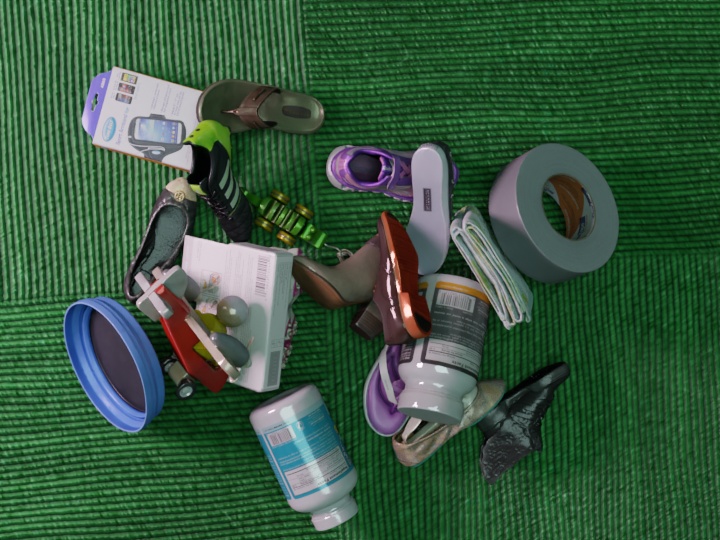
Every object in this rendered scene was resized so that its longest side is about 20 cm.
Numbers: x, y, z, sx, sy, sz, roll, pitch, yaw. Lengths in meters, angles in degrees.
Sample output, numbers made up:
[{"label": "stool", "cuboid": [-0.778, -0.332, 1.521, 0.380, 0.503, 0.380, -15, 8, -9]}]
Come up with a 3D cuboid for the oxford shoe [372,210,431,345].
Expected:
[{"label": "oxford shoe", "cuboid": [0.042, 0.010, 1.604, 0.072, 0.071, 0.200, -24, 62, 28]}]

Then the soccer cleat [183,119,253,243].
[{"label": "soccer cleat", "cuboid": [-0.208, -0.118, 1.613, 0.081, 0.067, 0.200, -44, 133, -41]}]

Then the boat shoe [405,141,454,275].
[{"label": "boat shoe", "cuboid": [0.107, -0.094, 1.647, 0.070, 0.066, 0.200, 8, 113, 28]}]

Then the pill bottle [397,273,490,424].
[{"label": "pill bottle", "cuboid": [0.119, 0.114, 1.629, 0.116, 0.116, 0.200, 15, 74, -7]}]

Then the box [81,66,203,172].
[{"label": "box", "cuboid": [-0.303, -0.221, 1.650, 0.200, 0.041, 0.119, 16, 88, -5]}]

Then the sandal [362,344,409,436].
[{"label": "sandal", "cuboid": [0.059, 0.150, 1.687, 0.082, 0.050, 0.203, 19, 86, -6]}]

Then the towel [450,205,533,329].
[{"label": "towel", "cuboid": [0.192, -0.010, 1.632, 0.048, 0.200, 0.171, -30, 95, 11]}]

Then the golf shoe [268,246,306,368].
[{"label": "golf shoe", "cuboid": [-0.136, 0.061, 1.661, 0.091, 0.075, 0.200, 10, 84, 6]}]

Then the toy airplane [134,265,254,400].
[{"label": "toy airplane", "cuboid": [-0.222, 0.067, 1.533, 0.141, 0.199, 0.200, -27, 87, -16]}]

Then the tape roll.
[{"label": "tape roll", "cuboid": [0.287, -0.084, 1.663, 0.200, 0.066, 0.201, 12, 68, -31]}]

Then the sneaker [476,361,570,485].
[{"label": "sneaker", "cuboid": [0.253, 0.232, 1.709, 0.200, 0.060, 0.104, -33, 93, -1]}]

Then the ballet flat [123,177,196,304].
[{"label": "ballet flat", "cuboid": [-0.289, -0.041, 1.642, 0.066, 0.057, 0.200, 22, 87, -7]}]

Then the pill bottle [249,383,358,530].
[{"label": "pill bottle", "cuboid": [-0.075, 0.275, 1.642, 0.111, 0.111, 0.200, -25, 93, -6]}]

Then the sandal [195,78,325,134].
[{"label": "sandal", "cuboid": [-0.141, -0.239, 1.639, 0.201, 0.057, 0.080, -1, 97, -23]}]

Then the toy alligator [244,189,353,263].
[{"label": "toy alligator", "cuboid": [-0.090, -0.064, 1.667, 0.200, 0.054, 0.059, 32, 87, -6]}]

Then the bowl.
[{"label": "bowl", "cuboid": [-0.344, 0.129, 1.575, 0.039, 0.200, 0.201, -27, 94, -37]}]

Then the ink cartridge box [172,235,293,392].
[{"label": "ink cartridge box", "cuboid": [-0.186, 0.058, 1.626, 0.176, 0.045, 0.200, 13, 100, 34]}]

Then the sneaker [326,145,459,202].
[{"label": "sneaker", "cuboid": [0.052, -0.147, 1.669, 0.200, 0.088, 0.081, 4, 88, -8]}]

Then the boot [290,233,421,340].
[{"label": "boot", "cuboid": [0.000, 0.000, 1.656, 0.200, 0.070, 0.146, 45, 64, -24]}]

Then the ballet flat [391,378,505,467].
[{"label": "ballet flat", "cuboid": [0.130, 0.215, 1.683, 0.200, 0.068, 0.067, -40, 116, -6]}]
